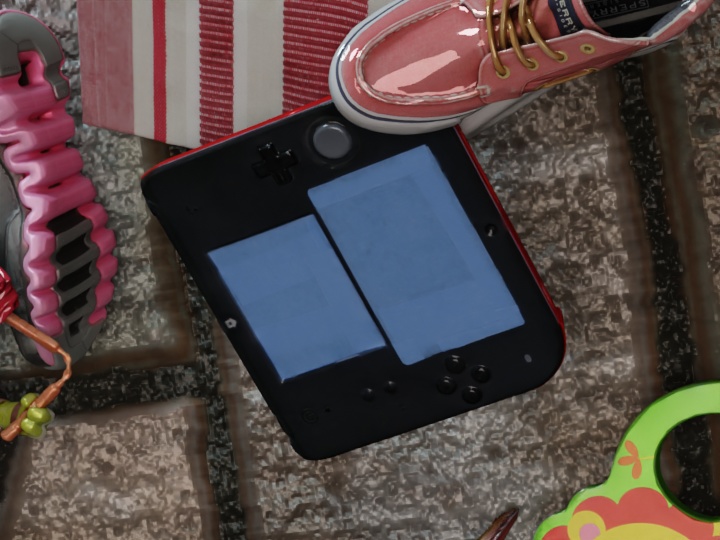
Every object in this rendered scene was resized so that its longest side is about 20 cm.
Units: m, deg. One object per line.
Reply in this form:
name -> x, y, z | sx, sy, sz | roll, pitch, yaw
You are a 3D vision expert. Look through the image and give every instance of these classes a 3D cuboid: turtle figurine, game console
turtle figurine -> -0.247, 0.090, 1.607 | 0.200, 0.064, 0.162 | 10, 92, 25
game console -> 0.000, 0.000, 1.546 | 0.177, 0.031, 0.200 | -22, 114, 17

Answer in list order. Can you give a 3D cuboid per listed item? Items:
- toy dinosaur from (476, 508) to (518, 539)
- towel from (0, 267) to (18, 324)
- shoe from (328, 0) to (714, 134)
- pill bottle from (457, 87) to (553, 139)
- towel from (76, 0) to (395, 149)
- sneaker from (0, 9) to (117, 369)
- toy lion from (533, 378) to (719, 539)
toy dinosaur -> 0.017, 0.250, 1.579 | 0.200, 0.105, 0.182 | -15, 111, -7
towel -> -0.286, 0.001, 1.589 | 0.145, 0.022, 0.200 | -47, 59, 5
shoe -> 0.084, -0.125, 1.445 | 0.200, 0.091, 0.072 | -16, 85, -12
pill bottle -> 0.039, -0.177, 1.550 | 0.112, 0.112, 0.200 | -32, 88, 5
towel -> -0.063, -0.126, 1.549 | 0.200, 0.023, 0.144 | 14, 122, 21
sneaker -> -0.200, -0.041, 1.605 | 0.095, 0.079, 0.200 | -10, 93, 31
toy lion -> 0.179, 0.158, 1.575 | 0.191, 0.069, 0.200 | 1, 91, 13
